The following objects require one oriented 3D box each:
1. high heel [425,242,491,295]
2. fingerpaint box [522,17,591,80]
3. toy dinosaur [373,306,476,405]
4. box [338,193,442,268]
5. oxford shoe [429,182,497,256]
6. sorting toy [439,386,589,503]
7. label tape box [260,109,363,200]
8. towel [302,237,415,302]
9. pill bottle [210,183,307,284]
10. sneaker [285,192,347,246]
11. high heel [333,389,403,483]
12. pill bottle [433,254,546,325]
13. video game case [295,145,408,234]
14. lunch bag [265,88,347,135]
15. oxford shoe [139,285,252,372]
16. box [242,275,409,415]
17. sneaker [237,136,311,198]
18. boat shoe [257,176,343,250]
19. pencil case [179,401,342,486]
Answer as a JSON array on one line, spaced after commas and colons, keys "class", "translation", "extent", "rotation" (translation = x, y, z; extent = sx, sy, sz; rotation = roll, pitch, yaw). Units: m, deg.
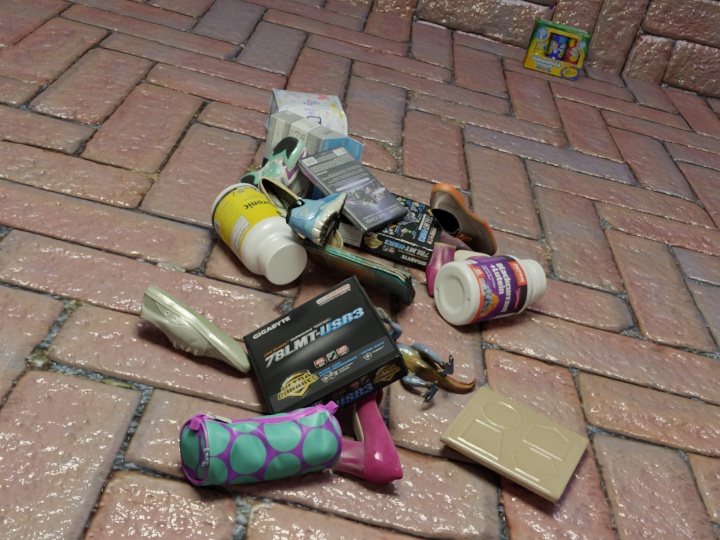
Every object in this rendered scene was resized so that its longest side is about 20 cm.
[{"class": "high heel", "translation": [0.196, 0.009, 1.787], "extent": [0.067, 0.097, 0.199], "rotation": [11, -1, 37]}, {"class": "fingerpaint box", "translation": [0.696, -0.784, 3.320], "extent": [0.197, 0.169, 0.074], "rotation": [15, 25, -1]}, {"class": "toy dinosaur", "translation": [0.054, 0.146, 1.474], "extent": [0.180, 0.106, 0.200], "rotation": [23, -14, 42]}, {"class": "box", "translation": [0.065, -0.092, 1.877], "extent": [0.196, 0.050, 0.201], "rotation": [19, 30, 3]}, {"class": "oxford shoe", "translation": [0.200, -0.082, 1.868], "extent": [0.200, 0.071, 0.073], "rotation": [43, 47, -25]}, {"class": "sorting toy", "translation": [0.227, 0.255, 1.375], "extent": [0.184, 0.037, 0.200], "rotation": [26, 25, 18]}, {"class": "label tape box", "translation": [-0.105, -0.229, 1.952], "extent": [0.198, 0.145, 0.066], "rotation": [27, 30, 21]}, {"class": "towel", "translation": [0.000, 0.000, 1.646], "extent": [0.198, 0.022, 0.147], "rotation": [20, -12, 13]}, {"class": "pill bottle", "translation": [-0.177, -0.061, 1.653], "extent": [0.110, 0.112, 0.200], "rotation": [-7, 36, -35]}, {"class": "sneaker", "translation": [-0.079, -0.104, 1.624], "extent": [0.089, 0.079, 0.200], "rotation": [20, 13, 5]}, {"class": "high heel", "translation": [0.031, 0.211, 1.304], "extent": [0.095, 0.068, 0.201], "rotation": [9, 32, 10]}, {"class": "pill bottle", "translation": [0.239, 0.031, 1.692], "extent": [0.198, 0.113, 0.111], "rotation": [-8, 36, -36]}, {"class": "video game case", "translation": [-0.015, -0.160, 1.819], "extent": [0.200, 0.019, 0.142], "rotation": [47, 39, 16]}, {"class": "lunch bag", "translation": [-0.120, -0.327, 2.145], "extent": [0.167, 0.128, 0.201], "rotation": [5, 37, -15]}, {"class": "oxford shoe", "translation": [-0.248, 0.098, 1.397], "extent": [0.199, 0.058, 0.075], "rotation": [34, -1, 6]}, {"class": "box", "translation": [-0.055, 0.120, 1.352], "extent": [0.198, 0.050, 0.199], "rotation": [-27, 40, -3]}, {"class": "sneaker", "translation": [-0.160, -0.152, 1.851], "extent": [0.078, 0.200, 0.140], "rotation": [43, -6, 42]}, {"class": "boat shoe", "translation": [-0.116, -0.099, 1.720], "extent": [0.199, 0.072, 0.076], "rotation": [38, -9, 12]}, {"class": "pencil case", "translation": [-0.125, 0.220, 1.195], "extent": [0.198, 0.094, 0.085], "rotation": [-1, 15, -31]}]
